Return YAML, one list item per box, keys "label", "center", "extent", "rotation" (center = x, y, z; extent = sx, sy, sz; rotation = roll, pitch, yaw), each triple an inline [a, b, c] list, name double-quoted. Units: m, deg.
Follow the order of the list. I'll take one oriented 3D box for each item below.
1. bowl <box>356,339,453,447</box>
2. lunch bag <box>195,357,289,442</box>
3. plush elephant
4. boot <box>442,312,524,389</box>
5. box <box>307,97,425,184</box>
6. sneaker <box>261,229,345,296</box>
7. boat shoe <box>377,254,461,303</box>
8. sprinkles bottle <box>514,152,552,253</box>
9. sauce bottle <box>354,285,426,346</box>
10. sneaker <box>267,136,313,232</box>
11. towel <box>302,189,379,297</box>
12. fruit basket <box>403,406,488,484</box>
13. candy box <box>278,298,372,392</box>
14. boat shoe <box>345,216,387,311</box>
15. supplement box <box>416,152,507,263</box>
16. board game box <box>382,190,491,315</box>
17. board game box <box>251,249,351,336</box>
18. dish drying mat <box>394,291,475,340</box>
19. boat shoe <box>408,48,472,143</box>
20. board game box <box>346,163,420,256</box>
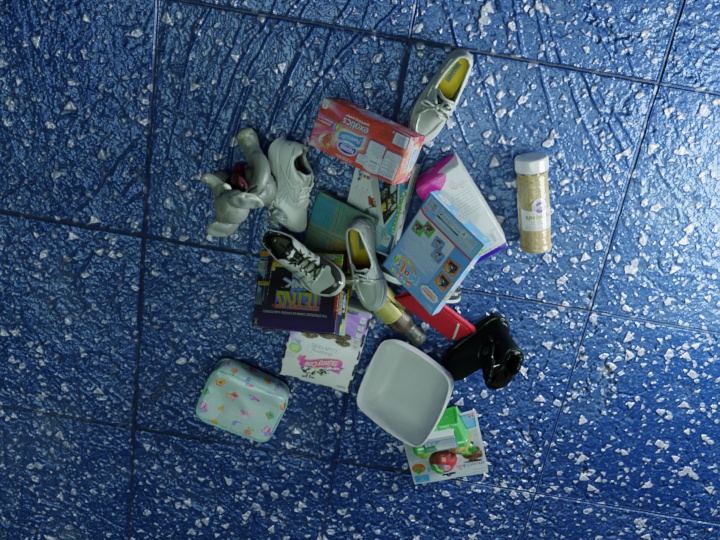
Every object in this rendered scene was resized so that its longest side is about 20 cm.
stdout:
- label: "bowl"
  center: [0.109, 0.267, 1.785]
  extent: [0.199, 0.074, 0.201]
  rotation: [32, 111, 24]
- label: "lunch bag"
  center: [-0.276, 0.303, 1.850]
  extent: [0.199, 0.077, 0.161]
  rotation: [24, 113, -7]
- label: "plush elephant"
  center: [-0.248, -0.152, 1.577]
  extent: [0.165, 0.155, 0.201]
  rotation: [-40, 83, 33]
- label: "boot"
  center: [0.261, 0.203, 1.729]
  extent: [0.076, 0.168, 0.200]
  rotation: [36, 110, -18]
- label: "box"
  center: [0.012, -0.254, 1.555]
  extent: [0.199, 0.095, 0.100]
  rotation: [27, 109, 16]
- label: "sneaker"
  center: [-0.122, -0.014, 1.607]
  extent: [0.199, 0.088, 0.076]
  rotation: [32, 90, 24]
- label: "boat shoe"
  center: [0.129, 0.010, 1.707]
  extent: [0.199, 0.076, 0.061]
  rotation: [19, 118, -6]
- label: "sprinkles bottle"
  center: [0.355, -0.138, 1.638]
  extent: [0.068, 0.068, 0.201]
  rotation: [-6, 113, 5]
- label: "sauce bottle"
  center: [0.069, 0.090, 1.747]
  extent: [0.065, 0.065, 0.200]
  rotation: [-35, 113, 16]
- label: "sneaker"
  center: [-0.135, -0.170, 1.631]
  extent: [0.087, 0.074, 0.201]
  rotation: [12, 121, 38]
- label: "towel"
  center: [-0.052, -0.056, 1.688]
  extent: [0.146, 0.022, 0.201]
  rotation: [27, 121, 15]
- label: "fruit basket"
  center: [0.196, 0.421, 1.868]
  extent: [0.184, 0.094, 0.201]
  rotation: [-11, 115, 7]
- label: "candy box"
  center: [-0.078, 0.153, 1.779]
  extent: [0.167, 0.072, 0.201]
  rotation: [15, 112, -2]
- label: "boat shoe"
  center: [0.004, -0.001, 1.620]
  extent: [0.074, 0.086, 0.203]
  rotation: [2, 113, 23]
- label: "supplement box"
  center: [0.206, -0.124, 1.633]
  extent: [0.101, 0.104, 0.201]
  rotation: [-29, 109, 15]
- label: "board game box"
  center: [0.147, -0.033, 1.580]
  extent: [0.151, 0.037, 0.200]
  rotation: [46, 126, 18]
- label: "board game box"
  center: [-0.123, 0.046, 1.675]
  extent: [0.199, 0.057, 0.167]
  rotation: [3, 81, 23]
- label: "dish drying mat"
  center: [0.163, 0.096, 1.723]
  extent: [0.077, 0.018, 0.200]
  rotation: [-20, 138, 37]
- label: "boat shoe"
  center: [0.157, -0.329, 1.549]
  extent: [0.074, 0.086, 0.203]
  rotation: [30, 111, -10]
- label: "board game box"
  center: [0.037, -0.142, 1.648]
  extent: [0.126, 0.035, 0.201]
  rotation: [23, 114, 17]
